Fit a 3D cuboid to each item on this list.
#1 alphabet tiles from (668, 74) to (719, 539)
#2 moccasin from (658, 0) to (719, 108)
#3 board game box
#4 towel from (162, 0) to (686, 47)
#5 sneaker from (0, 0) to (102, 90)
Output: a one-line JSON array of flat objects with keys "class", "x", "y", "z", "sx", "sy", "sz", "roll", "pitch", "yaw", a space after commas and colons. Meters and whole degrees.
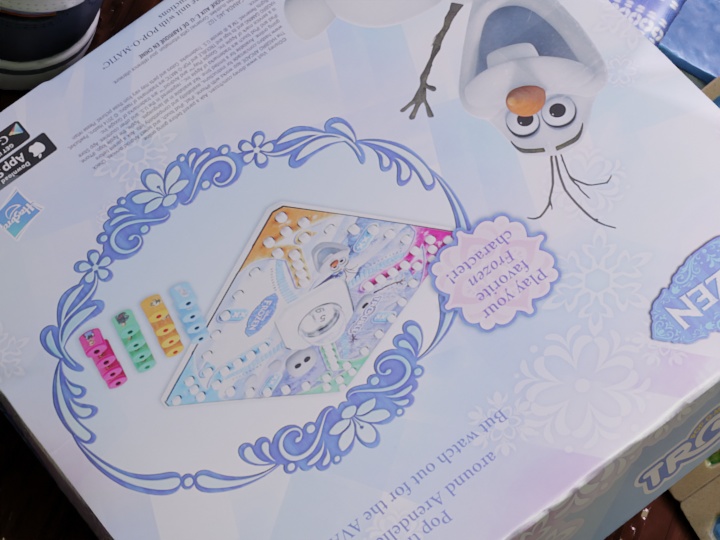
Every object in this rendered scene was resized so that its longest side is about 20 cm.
[{"class": "alphabet tiles", "x": 0.157, "y": 0.027, "z": 0.841, "sx": 0.006, "sy": 0.166, "sz": 0.200, "roll": -9, "pitch": 64, "yaw": -58}, {"class": "moccasin", "x": 0.130, "y": -0.048, "z": 0.914, "sx": 0.200, "sy": 0.068, "sz": 0.081, "roll": 36, "pitch": 51, "yaw": 0}, {"class": "board game box", "x": 0.000, "y": 0.000, "z": 0.765, "sx": 0.200, "sy": 0.043, "sz": 0.199, "roll": -36, "pitch": 59, "yaw": -9}, {"class": "towel", "x": -0.016, "y": -0.039, "z": 0.824, "sx": 0.145, "sy": 0.024, "sz": 0.200, "roll": 29, "pitch": 72, "yaw": 27}, {"class": "sneaker", "x": -0.141, "y": -0.154, "z": 0.866, "sx": 0.078, "sy": 0.079, "sz": 0.200, "roll": -34, "pitch": 78, "yaw": -28}]
